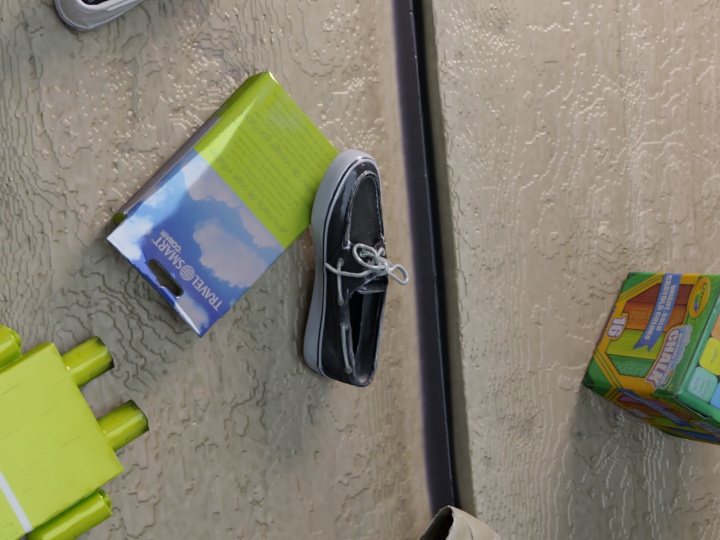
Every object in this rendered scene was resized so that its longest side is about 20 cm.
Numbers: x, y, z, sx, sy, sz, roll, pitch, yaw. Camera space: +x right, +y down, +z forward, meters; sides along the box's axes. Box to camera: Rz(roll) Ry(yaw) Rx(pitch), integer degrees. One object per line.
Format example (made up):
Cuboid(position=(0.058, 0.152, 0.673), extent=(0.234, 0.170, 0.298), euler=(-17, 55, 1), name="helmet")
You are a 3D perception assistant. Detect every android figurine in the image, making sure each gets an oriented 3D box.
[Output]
Cuboid(position=(-0.273, 0.141, 1.197), extent=(0.200, 0.041, 0.182), euler=(-33, 103, -20), name="android figurine")

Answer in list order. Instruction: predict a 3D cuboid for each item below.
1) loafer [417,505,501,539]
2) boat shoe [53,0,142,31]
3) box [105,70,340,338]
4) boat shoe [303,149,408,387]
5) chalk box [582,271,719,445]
Cuboid(position=(0.040, 0.284, 1.317), extent=(0.200, 0.076, 0.068), euler=(-45, 105, -27), name="loafer")
Cuboid(position=(-0.162, -0.266, 1.232), extent=(0.200, 0.065, 0.074), euler=(-47, 106, -17), name="boat shoe")
Cuboid(position=(-0.111, -0.056, 1.262), extent=(0.200, 0.048, 0.122), euler=(-48, 107, -17), name="box")
Cuboid(position=(-0.002, 0.000, 1.272), extent=(0.073, 0.068, 0.200), euler=(1, 102, -46), name="boat shoe")
Cuboid(position=(0.320, 0.082, 1.364), extent=(0.124, 0.200, 0.125), euler=(29, 78, -20), name="chalk box")
